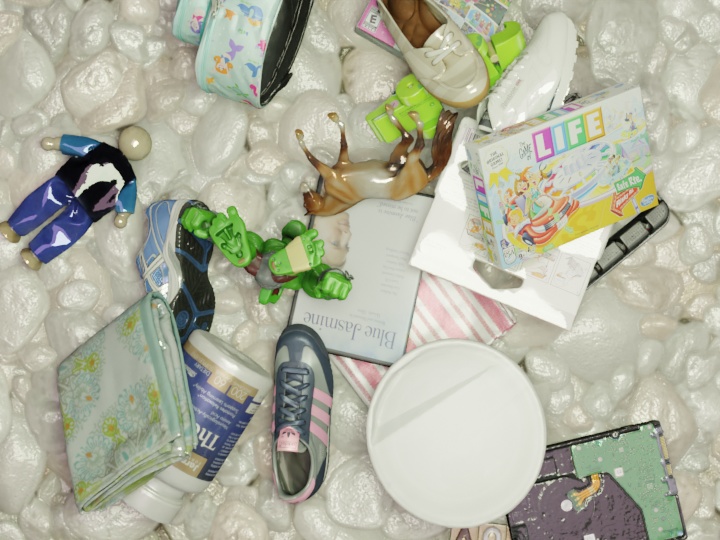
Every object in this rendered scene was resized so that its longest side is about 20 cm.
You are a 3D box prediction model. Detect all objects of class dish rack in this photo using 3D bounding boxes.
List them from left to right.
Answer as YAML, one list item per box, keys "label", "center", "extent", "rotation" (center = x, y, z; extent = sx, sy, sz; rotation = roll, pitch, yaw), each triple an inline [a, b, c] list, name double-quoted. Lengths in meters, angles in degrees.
- label: "dish rack"
  center: [0.246, -0.093, 1.566]
  extent: [0.153, 0.055, 0.201]
  rotation: [-38, 89, 0]

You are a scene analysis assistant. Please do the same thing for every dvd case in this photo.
- label: "dvd case"
  center: [0.000, 0.000, 1.565]
  extent: [0.141, 0.018, 0.203]
  rotation: [12, 87, 10]

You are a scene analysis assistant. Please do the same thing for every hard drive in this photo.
- label: "hard drive"
  center: [0.263, 0.262, 1.573]
  extent: [0.197, 0.038, 0.142]
  rotation: [-14, 87, 0]

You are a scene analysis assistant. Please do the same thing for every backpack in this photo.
- label: "backpack"
  center: [-0.123, -0.284, 1.501]
  extent: [0.148, 0.178, 0.203]
  rotation: [12, 101, 3]

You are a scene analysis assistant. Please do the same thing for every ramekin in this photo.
- label: "ramekin"
  center: [0.108, 0.176, 1.516]
  extent: [0.199, 0.094, 0.206]
  rotation: [0, 90, 7]

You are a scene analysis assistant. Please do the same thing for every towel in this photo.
- label: "towel"
  center: [-0.261, 0.146, 1.498]
  extent: [0.170, 0.048, 0.202]
  rotation: [-33, 54, 25]
- label: "towel"
  center: [0.063, 0.069, 1.579]
  extent: [0.200, 0.030, 0.147]
  rotation: [-40, 90, 1]

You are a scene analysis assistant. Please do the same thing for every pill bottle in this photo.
- label: "pill bottle"
  center: [-0.194, 0.178, 1.539]
  extent: [0.110, 0.111, 0.201]
  rotation: [33, 91, -1]

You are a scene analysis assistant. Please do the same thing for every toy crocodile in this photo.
- label: "toy crocodile"
  center: [0.095, -0.207, 1.502]
  extent: [0.199, 0.062, 0.068]
  rotation: [-33, 131, 13]

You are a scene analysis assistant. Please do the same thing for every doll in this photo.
- label: "doll"
  center: [-0.321, -0.095, 1.566]
  extent: [0.199, 0.048, 0.137]
  rotation: [-39, 92, 1]

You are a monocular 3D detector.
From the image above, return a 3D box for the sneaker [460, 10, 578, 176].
- label: "sneaker"
  center: [0.172, -0.186, 1.460]
  extent: [0.080, 0.076, 0.203]
  rotation: [18, 86, -8]

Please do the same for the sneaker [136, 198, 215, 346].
- label: "sneaker"
  center: [-0.214, 0.014, 1.566]
  extent: [0.076, 0.075, 0.203]
  rotation: [14, 101, 36]

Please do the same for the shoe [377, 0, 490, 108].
- label: "shoe"
  center: [0.068, -0.247, 1.451]
  extent: [0.070, 0.053, 0.201]
  rotation: [-41, 56, 9]

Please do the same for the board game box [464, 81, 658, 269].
- label: "board game box"
  center: [0.213, -0.100, 1.435]
  extent: [0.198, 0.034, 0.136]
  rotation: [-22, 113, -17]

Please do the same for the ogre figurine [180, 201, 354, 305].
- label: "ogre figurine"
  center: [-0.096, -0.013, 1.513]
  extent: [0.197, 0.120, 0.100]
  rotation: [4, 81, 9]

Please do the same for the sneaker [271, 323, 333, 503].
- label: "sneaker"
  center: [-0.069, 0.165, 1.537]
  extent: [0.069, 0.082, 0.203]
  rotation: [-1, 101, 14]

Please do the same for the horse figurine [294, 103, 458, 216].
- label: "horse figurine"
  center: [0.016, -0.118, 1.500]
  extent: [0.197, 0.050, 0.134]
  rotation: [-9, 129, 10]

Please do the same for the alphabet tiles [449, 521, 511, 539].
- label: "alphabet tiles"
  center: [0.199, 0.349, 1.595]
  extent: [0.197, 0.008, 0.170]
  rotation: [5, 91, -1]

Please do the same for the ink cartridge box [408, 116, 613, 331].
- label: "ink cartridge box"
  center: [0.173, -0.051, 1.518]
  extent: [0.198, 0.045, 0.178]
  rotation: [22, 89, 3]

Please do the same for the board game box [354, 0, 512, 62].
- label: "board game box"
  center: [0.102, -0.328, 1.556]
  extent: [0.146, 0.064, 0.202]
  rotation: [28, 91, -2]
